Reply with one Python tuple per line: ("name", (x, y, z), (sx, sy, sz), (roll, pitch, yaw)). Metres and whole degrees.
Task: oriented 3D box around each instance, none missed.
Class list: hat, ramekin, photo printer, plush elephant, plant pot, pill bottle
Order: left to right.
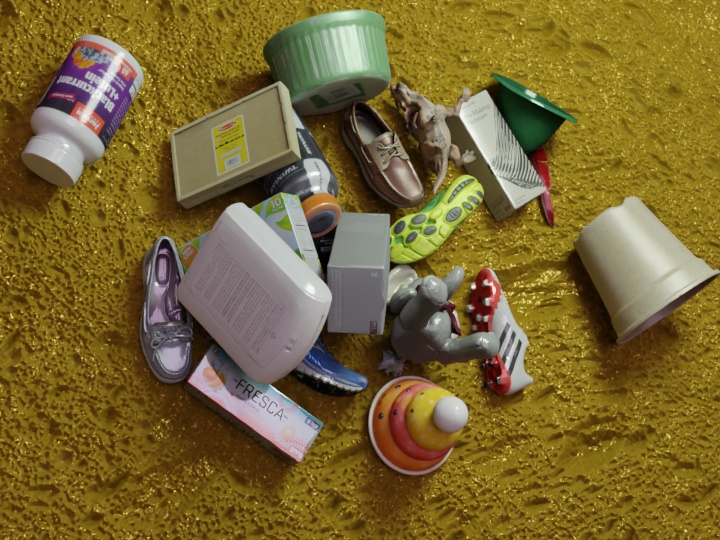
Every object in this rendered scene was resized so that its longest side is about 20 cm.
("pill bottle", (-0.403, -0.226, 1.285), (0.110, 0.111, 0.203), (26, 68, -9))
("photo printer", (-0.137, 0.037, 1.185), (0.200, 0.168, 0.069), (43, 25, 17))
("pill bottle", (-0.098, -0.144, 1.330), (0.104, 0.107, 0.202), (-16, 56, -22))
("ramekin", (-0.046, -0.316, 1.389), (0.196, 0.200, 0.100), (-13, 85, -21))
("plush elephant", (0.109, 0.061, 1.359), (0.164, 0.199, 0.156), (37, 43, -18))
("hat", (0.267, -0.218, 1.544), (0.163, 0.200, 0.178), (13, 113, -37))
("plant pot", (0.458, -0.011, 1.483), (0.198, 0.201, 0.185), (-25, 71, -23))

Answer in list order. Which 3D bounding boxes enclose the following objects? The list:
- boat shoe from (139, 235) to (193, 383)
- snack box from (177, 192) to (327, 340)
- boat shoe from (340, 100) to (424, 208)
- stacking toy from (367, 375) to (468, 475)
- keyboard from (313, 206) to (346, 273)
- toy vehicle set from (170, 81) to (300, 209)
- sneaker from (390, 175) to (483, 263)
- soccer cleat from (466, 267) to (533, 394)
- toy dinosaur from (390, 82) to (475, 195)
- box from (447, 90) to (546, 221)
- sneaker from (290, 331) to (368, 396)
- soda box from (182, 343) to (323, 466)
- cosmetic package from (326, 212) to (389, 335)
("boat shoe", (-0.276, 0.056, 1.269), (0.073, 0.065, 0.206), (0, 74, -18))
("snack box", (-0.155, -0.004, 1.265), (0.053, 0.198, 0.145), (2, 66, -61))
("boat shoe", (0.034, -0.185, 1.418), (0.075, 0.072, 0.201), (-30, 71, -23))
("stacking toy", (0.104, 0.210, 1.278), (0.143, 0.200, 0.149), (5, 72, -17))
("keyboard", (-0.052, -0.050, 1.402), (0.196, 0.040, 0.107), (-6, 99, -21))
("toy vehicle set", (-0.187, -0.183, 1.311), (0.197, 0.026, 0.126), (-20, 62, 17))
("sneaker", (0.116, -0.071, 1.431), (0.199, 0.084, 0.075), (-36, 83, -16))
("soccer cleat", (0.227, 0.096, 1.431), (0.084, 0.068, 0.204), (-4, 79, -28))
("toy dinosaur", (0.116, -0.216, 1.457), (0.084, 0.135, 0.205), (-3, 83, -29))
("box", (0.222, -0.193, 1.509), (0.081, 0.068, 0.202), (-30, 86, -24))
("sneaker", (-0.071, 0.117, 1.314), (0.198, 0.079, 0.090), (31, 69, -8))
("soda box", (-0.154, 0.193, 1.271), (0.199, 0.064, 0.069), (37, 66, -6))
("cosmetic package", (0.000, 0.000, 1.286), (0.088, 0.201, 0.109), (3, 113, 6))
